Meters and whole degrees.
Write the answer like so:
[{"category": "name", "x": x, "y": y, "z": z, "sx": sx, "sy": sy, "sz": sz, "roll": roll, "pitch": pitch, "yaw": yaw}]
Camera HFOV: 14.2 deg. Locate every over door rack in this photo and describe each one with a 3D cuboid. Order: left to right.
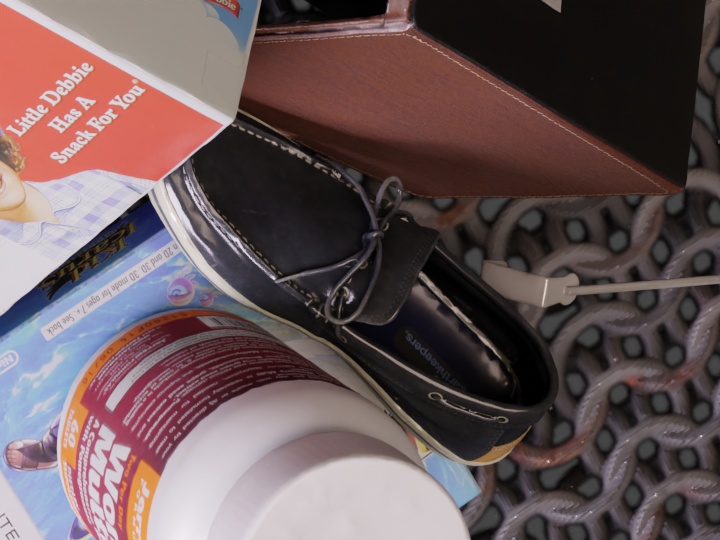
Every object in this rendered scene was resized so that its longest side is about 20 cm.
[{"category": "over door rack", "x": 0.136, "y": 0.073, "z": 1.248, "sx": 0.199, "sy": 0.066, "sz": 0.149, "roll": -1, "pitch": 102, "yaw": -37}]

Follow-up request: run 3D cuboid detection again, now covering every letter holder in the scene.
[{"category": "letter holder", "x": 0.025, "y": -0.103, "z": 1.139, "sx": 0.200, "sy": 0.142, "sz": 0.101, "roll": 25, "pitch": 68, "yaw": -50}]

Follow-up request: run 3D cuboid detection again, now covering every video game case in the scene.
[{"category": "video game case", "x": -0.074, "y": 0.072, "z": 1.199, "sx": 0.200, "sy": 0.045, "sz": 0.182, "roll": -34, "pitch": 113, "yaw": -11}]

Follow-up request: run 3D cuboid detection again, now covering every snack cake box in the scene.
[{"category": "snack cake box", "x": -0.140, "y": -0.060, "z": 1.061, "sx": 0.115, "sy": 0.200, "sz": 0.067, "roll": 29, "pitch": 50, "yaw": -24}]

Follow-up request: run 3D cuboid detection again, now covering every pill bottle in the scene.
[{"category": "pill bottle", "x": -0.038, "y": 0.087, "z": 1.081, "sx": 0.109, "sy": 0.200, "sz": 0.110, "roll": -5, "pitch": 103, "yaw": -20}]

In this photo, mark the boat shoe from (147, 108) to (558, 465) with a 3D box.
[{"category": "boat shoe", "x": 0.000, "y": 0.000, "z": 1.138, "sx": 0.200, "sy": 0.062, "sz": 0.075, "roll": 42, "pitch": 57, "yaw": -14}]
